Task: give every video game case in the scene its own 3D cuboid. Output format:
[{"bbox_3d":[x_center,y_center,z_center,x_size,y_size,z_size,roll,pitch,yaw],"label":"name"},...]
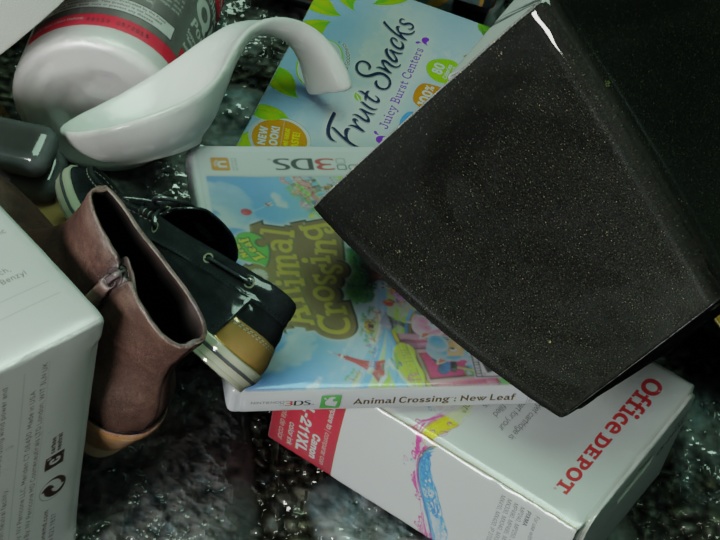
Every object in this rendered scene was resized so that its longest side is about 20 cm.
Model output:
[{"bbox_3d":[0.000,0.000,1.381,0.182,0.022,0.200,-1,45,-13],"label":"video game case"}]

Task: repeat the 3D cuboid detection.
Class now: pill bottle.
[{"bbox_3d":[-0.149,-0.168,1.560,0.111,0.111,0.200,14,45,0],"label":"pill bottle"}]

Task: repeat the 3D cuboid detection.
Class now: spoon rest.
[{"bbox_3d":[-0.094,-0.111,1.441,0.200,0.061,0.099,-23,14,-41],"label":"spoon rest"}]

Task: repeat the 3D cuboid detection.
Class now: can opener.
[{"bbox_3d":[-0.272,-0.069,1.407,0.200,0.053,0.067,8,63,11],"label":"can opener"}]

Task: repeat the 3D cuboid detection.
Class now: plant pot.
[{"bbox_3d":[0.135,-0.040,1.318,0.178,0.200,0.199,54,36,8],"label":"plant pot"}]

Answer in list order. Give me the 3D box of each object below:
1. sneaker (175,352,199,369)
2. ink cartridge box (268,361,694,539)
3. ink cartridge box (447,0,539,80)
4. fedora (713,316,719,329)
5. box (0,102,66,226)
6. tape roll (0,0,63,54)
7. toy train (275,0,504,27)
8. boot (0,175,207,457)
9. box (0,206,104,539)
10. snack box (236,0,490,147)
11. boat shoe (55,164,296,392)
[{"bbox_3d":[-0.142,0.013,1.408,0.200,0.078,0.085,-18,53,-28],"label":"sneaker"},{"bbox_3d":[0.070,0.083,1.389,0.200,0.083,0.146,31,46,17],"label":"ink cartridge box"},{"bbox_3d":[0.153,-0.118,1.541,0.084,0.146,0.200,-16,20,35],"label":"ink cartridge box"},{"bbox_3d":[0.293,-0.010,1.508,0.200,0.082,0.201,20,45,-22],"label":"fedora"},{"bbox_3d":[-0.270,-0.048,1.429,0.163,0.021,0.200,-8,30,-20],"label":"box"},{"bbox_3d":[-0.229,-0.183,1.509,0.037,0.203,0.203,49,40,-22],"label":"tape roll"},{"bbox_3d":[0.014,-0.223,1.656,0.200,0.114,0.085,16,41,0],"label":"toy train"},{"bbox_3d":[-0.155,-0.008,1.268,0.072,0.166,0.200,-26,75,-31],"label":"boot"},{"bbox_3d":[-0.252,0.085,1.219,0.200,0.199,0.131,-28,60,-32],"label":"box"},{"bbox_3d":[0.021,-0.092,1.561,0.168,0.068,0.200,20,44,5],"label":"snack box"},{"bbox_3d":[-0.102,-0.008,1.317,0.062,0.075,0.200,-48,47,-1],"label":"boat shoe"}]
